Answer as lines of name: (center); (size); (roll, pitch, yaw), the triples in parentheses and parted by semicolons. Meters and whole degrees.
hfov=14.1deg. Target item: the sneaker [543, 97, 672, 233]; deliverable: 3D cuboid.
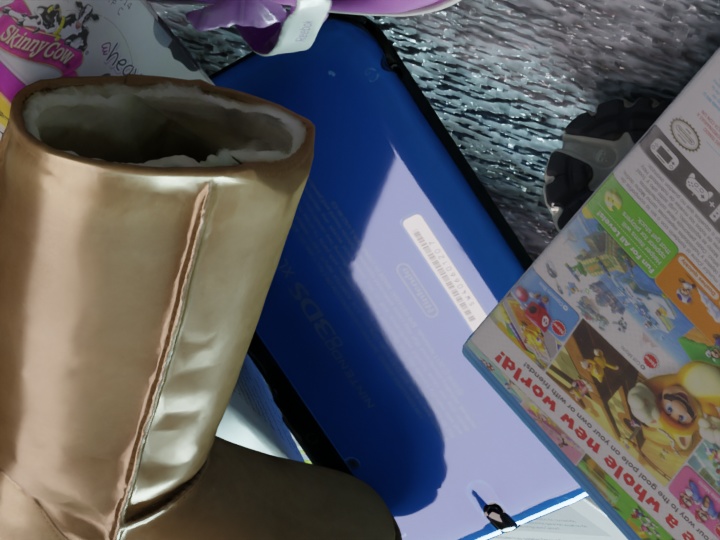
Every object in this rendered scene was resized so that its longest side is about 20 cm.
sneaker: (0.156, 0.000, 0.954); (0.200, 0.078, 0.080); (27, 173, 23)

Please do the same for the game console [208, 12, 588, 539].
game console: (0.000, 0.000, 1.088); (0.171, 0.118, 0.200); (-27, 105, 29)

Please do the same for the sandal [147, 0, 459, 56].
sandal: (-0.040, -0.094, 0.940); (0.202, 0.050, 0.082); (4, 155, 47)

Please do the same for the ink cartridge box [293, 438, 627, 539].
ink cartridge box: (0.072, 0.075, 1.247); (0.176, 0.084, 0.200); (36, 159, -29)

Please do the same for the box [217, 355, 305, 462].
box: (-0.157, 0.040, 1.121); (0.200, 0.199, 0.131); (62, -173, 35)

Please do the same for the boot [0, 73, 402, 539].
boot: (-0.046, 0.032, 0.965); (0.175, 0.066, 0.200); (-2, 130, -24)

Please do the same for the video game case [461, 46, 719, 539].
video game case: (0.125, 0.023, 0.897); (0.143, 0.018, 0.200); (48, 138, 9)

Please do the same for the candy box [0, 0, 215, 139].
candy box: (-0.158, -0.106, 0.968); (0.200, 0.061, 0.136); (29, 168, 33)
